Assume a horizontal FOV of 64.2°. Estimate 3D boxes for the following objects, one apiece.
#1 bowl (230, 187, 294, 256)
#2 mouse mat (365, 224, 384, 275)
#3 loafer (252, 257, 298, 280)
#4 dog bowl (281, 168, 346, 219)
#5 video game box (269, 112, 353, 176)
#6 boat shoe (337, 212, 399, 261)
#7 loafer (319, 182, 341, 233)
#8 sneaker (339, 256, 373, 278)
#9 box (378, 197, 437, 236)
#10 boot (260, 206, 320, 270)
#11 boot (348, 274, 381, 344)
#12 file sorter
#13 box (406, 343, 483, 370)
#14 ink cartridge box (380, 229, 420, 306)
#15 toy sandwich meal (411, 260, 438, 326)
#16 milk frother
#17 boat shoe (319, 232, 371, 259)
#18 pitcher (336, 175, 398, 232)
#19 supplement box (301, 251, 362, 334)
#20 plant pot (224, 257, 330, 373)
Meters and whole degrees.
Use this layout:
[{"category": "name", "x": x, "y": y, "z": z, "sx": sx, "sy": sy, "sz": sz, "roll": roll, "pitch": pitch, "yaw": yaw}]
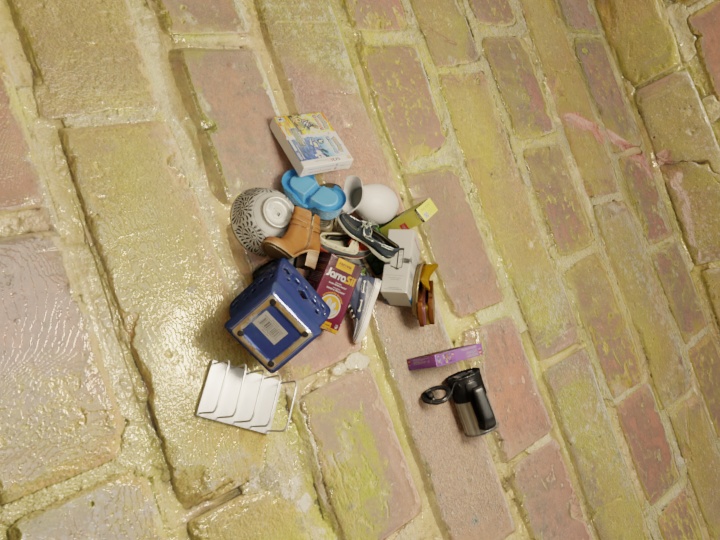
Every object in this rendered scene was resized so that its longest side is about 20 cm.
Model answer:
[{"category": "bowl", "x": -0.245, "y": -0.148, "z": 1.576, "sx": 0.200, "sy": 0.094, "sz": 0.202, "roll": 10, "pitch": 72, "yaw": -32}, {"category": "mouse mat", "x": 0.075, "y": -0.096, "z": 1.831, "sx": 0.200, "sy": 0.008, "sz": 0.161, "roll": -36, "pitch": 98, "yaw": -36}, {"category": "loafer", "x": -0.207, "y": -0.010, "z": 1.586, "sx": 0.200, "sy": 0.068, "sz": 0.071, "roll": -36, "pitch": 110, "yaw": -32}, {"category": "dog bowl", "x": -0.135, "y": -0.215, "z": 1.644, "sx": 0.199, "sy": 0.050, "sz": 0.112, "roll": 31, "pitch": 52, "yaw": 13}, {"category": "video game box", "x": -0.143, "y": -0.376, "z": 1.696, "sx": 0.182, "sy": 0.047, "sz": 0.201, "roll": -17, "pitch": 67, "yaw": -38}, {"category": "boat shoe", "x": 0.023, "y": -0.106, "z": 1.646, "sx": 0.200, "sy": 0.062, "sz": 0.075, "roll": 40, "pitch": 34, "yaw": -4}, {"category": "loafer", "x": -0.102, "y": -0.179, "z": 1.698, "sx": 0.076, "sy": 0.068, "sz": 0.201, "roll": 15, "pitch": 51, "yaw": 0}, {"category": "sneaker", "x": 0.000, "y": 0.000, "z": 1.715, "sx": 0.199, "sy": 0.071, "sz": 0.083, "roll": 34, "pitch": 67, "yaw": -19}, {"category": "box", "x": 0.144, "y": -0.156, "z": 1.766, "sx": 0.075, "sy": 0.200, "sz": 0.050, "roll": -42, "pitch": 101, "yaw": -35}, {"category": "boot", "x": -0.176, "y": -0.099, "z": 1.517, "sx": 0.199, "sy": 0.076, "sz": 0.156, "roll": 22, "pitch": 68, "yaw": -44}, {"category": "boot", "x": -0.011, "y": 0.108, "z": 1.667, "sx": 0.090, "sy": 0.073, "sz": 0.201, "roll": 18, "pitch": 95, "yaw": -3}, {"category": "file sorter", "x": -0.276, "y": 0.311, "z": 1.416, "sx": 0.199, "sy": 0.124, "sz": 0.140, "roll": 24, "pitch": 65, "yaw": -26}, {"category": "box", "x": 0.263, "y": 0.268, "z": 1.781, "sx": 0.199, "sy": 0.137, "sz": 0.039, "roll": -7, "pitch": 82, "yaw": -35}, {"category": "ink cartridge box", "x": 0.124, "y": -0.007, "z": 1.747, "sx": 0.146, "sy": 0.084, "sz": 0.201, "roll": 56, "pitch": 40, "yaw": -66}, {"category": "toy sandwich meal", "x": 0.206, "y": 0.068, "z": 1.777, "sx": 0.205, "sy": 0.070, "sz": 0.207, "roll": 6, "pitch": 90, "yaw": -75}, {"category": "milk frother", "x": 0.310, "y": 0.429, "z": 1.790, "sx": 0.199, "sy": 0.180, "sz": 0.189, "roll": -20, "pitch": 88, "yaw": 7}, {"category": "boat shoe", "x": -0.042, "y": -0.078, "z": 1.662, "sx": 0.199, "sy": 0.063, "sz": 0.071, "roll": 0, "pitch": 53, "yaw": -29}, {"category": "pitcher", "x": 0.018, "y": -0.187, "z": 1.746, "sx": 0.199, "sy": 0.121, "sz": 0.172, "roll": 9, "pitch": 112, "yaw": -51}, {"category": "supplement box", "x": -0.090, "y": 0.061, "z": 1.595, "sx": 0.110, "sy": 0.086, "sz": 0.201, "roll": 25, "pitch": 84, "yaw": -27}, {"category": "plant pot", "x": -0.209, "y": 0.119, "z": 1.428, "sx": 0.200, "sy": 0.200, "sz": 0.180, "roll": 48, "pitch": 12, "yaw": -13}]
